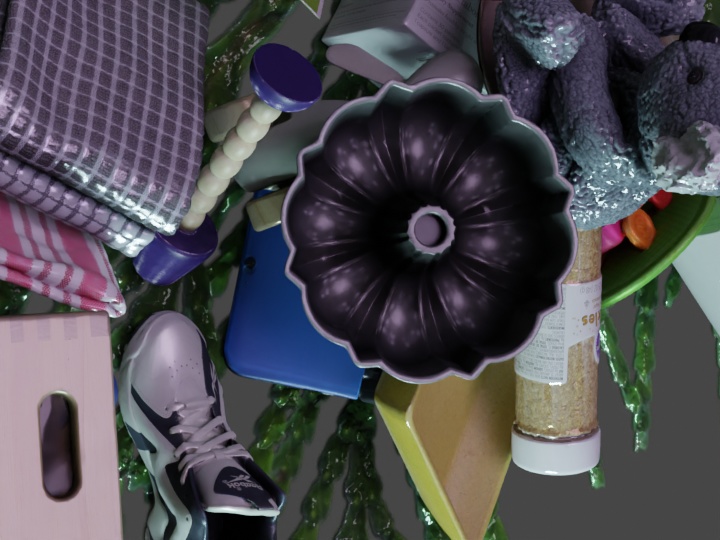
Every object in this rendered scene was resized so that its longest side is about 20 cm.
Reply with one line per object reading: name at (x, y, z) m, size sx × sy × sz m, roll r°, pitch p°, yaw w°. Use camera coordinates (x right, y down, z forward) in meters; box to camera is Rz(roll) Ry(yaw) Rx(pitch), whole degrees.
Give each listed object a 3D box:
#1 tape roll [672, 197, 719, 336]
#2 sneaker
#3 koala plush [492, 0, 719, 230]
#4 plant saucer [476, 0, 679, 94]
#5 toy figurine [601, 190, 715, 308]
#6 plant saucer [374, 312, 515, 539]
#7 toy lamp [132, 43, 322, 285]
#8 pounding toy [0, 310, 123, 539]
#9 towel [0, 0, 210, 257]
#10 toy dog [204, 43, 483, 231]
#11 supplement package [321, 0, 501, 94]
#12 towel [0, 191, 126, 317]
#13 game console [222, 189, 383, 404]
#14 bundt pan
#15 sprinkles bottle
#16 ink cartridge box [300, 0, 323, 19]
tape roll at (0.352, -0.042, 1.614) m, size 0.203 × 0.202 × 0.139 m, roll -48°, pitch 114°, yaw -26°
sneaker at (-0.100, 0.127, 1.335) m, size 0.079 × 0.129 × 0.200 m, roll 0°, pitch 89°, yaw -36°
koala plush at (0.212, -0.103, 1.329) m, size 0.177 × 0.199 × 0.185 m, roll -17°, pitch 114°, yaw -41°
plant saucer at (0.159, -0.168, 1.447) m, size 0.199 × 0.032 × 0.201 m, roll -1°, pitch 92°, yaw -33°
toy figurine at (0.172, -0.098, 1.548) m, size 0.184 × 0.150 × 0.200 m, roll 49°, pitch 41°, yaw -14°
plant saucer at (0.071, 0.077, 1.453) m, size 0.200 × 0.048 × 0.201 m, roll 66°, pitch 38°, yaw -49°
toy lamp at (-0.095, -0.063, 1.313) m, size 0.058 × 0.200 × 0.058 m, roll 21°, pitch 42°, yaw -20°
pounding toy at (-0.207, 0.127, 1.244) m, size 0.141 × 0.184 × 0.201 m, roll -4°, pitch 90°, yaw -24°
towel at (-0.180, -0.131, 1.273) m, size 0.165 × 0.085 × 0.201 m, roll 26°, pitch 51°, yaw -32°
toy dog at (-0.016, -0.096, 1.394) m, size 0.199 × 0.096 × 0.133 m, roll -2°, pitch 93°, yaw -13°
supplement package at (0.078, -0.230, 1.480) m, size 0.114 × 0.109 × 0.201 m, roll 36°, pitch 69°, yaw -30°
towel at (-0.241, -0.046, 1.236) m, size 0.199 × 0.147 × 0.030 m, roll 24°, pitch 113°, yaw -32°
game console at (0.000, 0.000, 1.476) m, size 0.171 × 0.118 × 0.201 m, roll 29°, pitch 71°, yaw -64°
bundt pan at (0.041, -0.025, 1.316) m, size 0.201 × 0.076 × 0.203 m, roll 0°, pitch 88°, yaw -9°
sprinkles bottle at (0.148, 0.050, 1.475) m, size 0.068 × 0.068 × 0.201 m, roll -11°, pitch 108°, yaw -35°
ink cartridge box at (-0.117, -0.228, 1.289) m, size 0.200 × 0.148 × 0.076 m, roll 43°, pitch 106°, yaw -14°
